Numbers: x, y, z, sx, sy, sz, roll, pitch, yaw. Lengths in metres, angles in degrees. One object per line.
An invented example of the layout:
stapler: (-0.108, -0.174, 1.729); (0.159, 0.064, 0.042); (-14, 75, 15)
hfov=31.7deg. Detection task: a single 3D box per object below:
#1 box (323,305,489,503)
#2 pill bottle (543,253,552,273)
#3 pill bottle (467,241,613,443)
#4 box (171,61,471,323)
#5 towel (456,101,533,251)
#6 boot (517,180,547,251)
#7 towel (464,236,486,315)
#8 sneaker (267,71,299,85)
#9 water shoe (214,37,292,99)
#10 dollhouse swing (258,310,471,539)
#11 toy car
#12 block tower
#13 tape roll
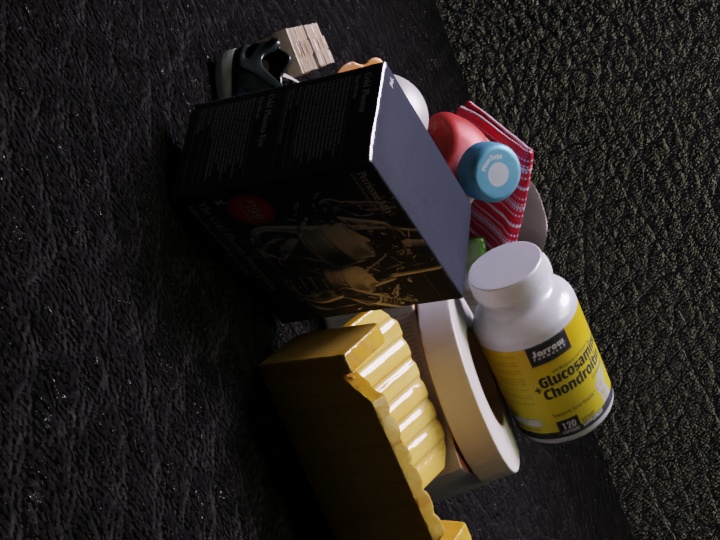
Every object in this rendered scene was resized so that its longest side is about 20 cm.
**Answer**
box: (0.047, 0.131, 1.299); (0.124, 0.097, 0.201); (40, 32, -66)
pill bottle: (0.151, 0.038, 1.527); (0.200, 0.109, 0.110); (-34, 104, -45)
pill bottle: (0.183, 0.074, 1.318); (0.112, 0.111, 0.201); (-89, 155, -58)
box: (-0.026, -0.058, 1.068); (0.200, 0.181, 0.105); (51, 37, -47)
towel: (0.132, -0.068, 1.404); (0.145, 0.022, 0.201); (48, -43, 50)
boot: (0.178, -0.009, 1.450); (0.076, 0.073, 0.201); (81, 5, -75)
towel: (0.096, 0.059, 1.427); (0.031, 0.148, 0.201); (-22, 108, -50)
sneaker: (-0.068, -0.153, 1.380); (0.093, 0.070, 0.200); (35, -3, 45)
water shoe: (-0.090, -0.141, 1.213); (0.072, 0.078, 0.201); (45, 28, -59)
dollhouse swing: (0.040, 0.129, 1.084); (0.175, 0.181, 0.201); (-29, 100, -35)
toy car: (0.026, -0.124, 1.312); (0.200, 0.177, 0.184); (45, -9, -25)
block tower: (-0.081, -0.250, 1.472); (0.200, 0.058, 0.054); (-58, 125, -76)
tape roll: (0.111, 0.115, 1.289); (0.203, 0.037, 0.204); (-21, 90, -77)
